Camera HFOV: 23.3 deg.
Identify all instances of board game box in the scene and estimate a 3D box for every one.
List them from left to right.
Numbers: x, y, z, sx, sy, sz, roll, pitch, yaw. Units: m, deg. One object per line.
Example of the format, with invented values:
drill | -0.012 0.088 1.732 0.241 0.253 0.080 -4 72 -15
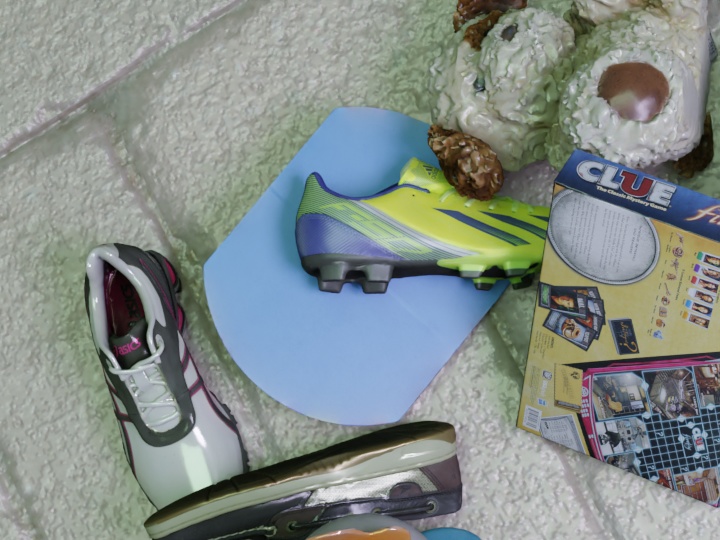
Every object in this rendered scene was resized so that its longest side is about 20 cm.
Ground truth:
board game box | 0.000 0.000 1.117 0.158 0.039 0.200 40 82 -2
board game box | 0.166 0.037 0.999 0.134 0.201 0.035 22 47 17

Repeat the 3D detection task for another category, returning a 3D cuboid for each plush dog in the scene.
plush dog | 0.124 -0.116 1.063 0.170 0.161 0.202 1 56 18

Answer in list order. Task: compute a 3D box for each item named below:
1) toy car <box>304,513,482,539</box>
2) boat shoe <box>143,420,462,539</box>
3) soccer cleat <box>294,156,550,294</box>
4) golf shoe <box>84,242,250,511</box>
toy car | -0.006 0.203 0.962 0.175 0.201 0.185 -19 41 10
boat shoe | -0.030 0.148 1.064 0.199 0.072 0.067 -17 92 -9
soccer cleat | 0.058 -0.031 1.075 0.198 0.065 0.085 -1 78 -8
golf shoe | -0.135 0.077 1.114 0.077 0.088 0.201 -25 75 6
